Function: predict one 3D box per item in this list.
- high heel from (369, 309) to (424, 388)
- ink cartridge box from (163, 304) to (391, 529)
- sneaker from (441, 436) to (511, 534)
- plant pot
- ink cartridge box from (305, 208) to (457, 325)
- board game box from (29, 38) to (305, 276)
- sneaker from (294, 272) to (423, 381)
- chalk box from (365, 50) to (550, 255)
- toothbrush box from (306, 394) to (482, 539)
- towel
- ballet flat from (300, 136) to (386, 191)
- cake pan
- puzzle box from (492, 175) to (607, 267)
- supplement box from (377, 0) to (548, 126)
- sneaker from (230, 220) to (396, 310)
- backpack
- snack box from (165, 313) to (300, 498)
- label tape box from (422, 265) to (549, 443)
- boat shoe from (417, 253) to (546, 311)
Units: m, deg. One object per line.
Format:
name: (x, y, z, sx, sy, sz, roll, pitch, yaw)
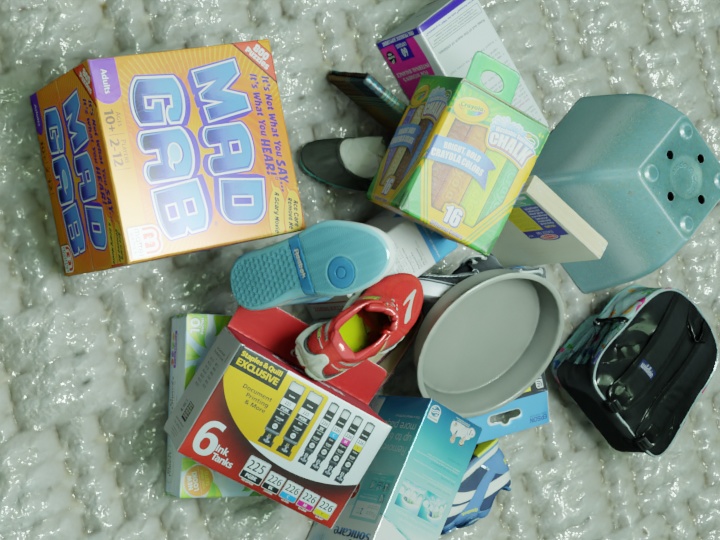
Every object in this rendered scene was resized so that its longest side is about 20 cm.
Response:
high heel: (0.005, 0.124, 1.561, 0.067, 0.096, 0.201, 31, 72, -24)
ink cartridge box: (-0.078, 0.149, 1.432, 0.200, 0.084, 0.176, 30, 91, -22)
sneaker: (0.111, 0.286, 1.626, 0.200, 0.074, 0.082, -37, 108, -24)
plant pot: (0.351, -0.110, 1.718, 0.196, 0.200, 0.196, -48, 108, -24)
ink cartridge box: (0.000, 0.000, 1.556, 0.200, 0.116, 0.068, -36, 104, -27)
board game box: (-0.205, -0.115, 1.398, 0.199, 0.200, 0.201, -12, 92, -30)
sneaker: (0.018, 0.057, 1.431, 0.200, 0.085, 0.077, -37, 97, -46)
chalk box: (0.114, -0.138, 1.466, 0.124, 0.124, 0.201, 25, 92, -21)
toothbrush box: (0.037, 0.251, 1.543, 0.085, 0.146, 0.201, 31, 73, -25)
towel: (0.058, -0.171, 1.586, 0.200, 0.147, 0.022, 38, 85, -21)
ballet flat: (0.027, -0.125, 1.602, 0.199, 0.068, 0.068, 16, 53, -26)
cake pan: (0.145, 0.081, 1.556, 0.199, 0.037, 0.201, -16, 129, -22)
puzzle box: (0.191, -0.055, 1.621, 0.133, 0.200, 0.025, 40, 69, -22)
supplement box: (0.127, -0.230, 1.654, 0.103, 0.101, 0.200, -40, 106, -25)
sneaker: (-0.025, -0.010, 1.398, 0.130, 0.199, 0.080, -8, 88, -56)
backpack: (0.361, 0.120, 1.735, 0.200, 0.150, 0.178, -48, 112, -16)
snack box: (-0.143, 0.151, 1.499, 0.142, 0.053, 0.201, 3, 86, -28)
label tape box: (0.151, 0.105, 1.666, 0.143, 0.066, 0.201, -12, 95, -28)
boat shoe: (0.142, 0.011, 1.590, 0.199, 0.072, 0.068, 5, 85, -29)
